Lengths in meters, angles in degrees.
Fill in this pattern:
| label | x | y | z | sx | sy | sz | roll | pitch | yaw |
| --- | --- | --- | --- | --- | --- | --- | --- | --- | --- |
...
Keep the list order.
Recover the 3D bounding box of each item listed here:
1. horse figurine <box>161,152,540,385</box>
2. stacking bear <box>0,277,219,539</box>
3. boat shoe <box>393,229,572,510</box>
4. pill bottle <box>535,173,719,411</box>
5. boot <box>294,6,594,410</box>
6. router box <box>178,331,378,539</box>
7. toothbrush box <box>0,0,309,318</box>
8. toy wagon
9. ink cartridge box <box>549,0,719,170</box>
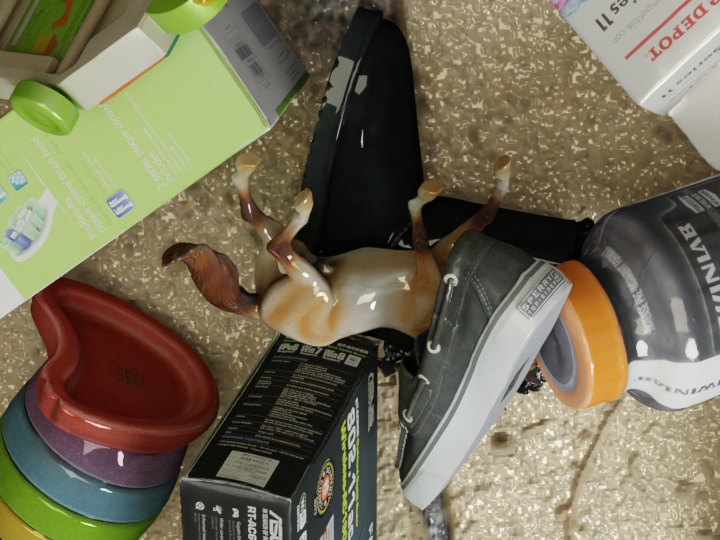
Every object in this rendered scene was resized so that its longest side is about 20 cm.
| label | x | y | z | sx | sy | sz | roll | pitch | yaw |
| --- | --- | --- | --- | --- | --- | --- | --- | --- | --- |
| horse figurine | 0.000 | 0.000 | 0.934 | 0.198 | 0.050 | 0.133 | -1 | 136 | -2 |
| stacking bear | -0.172 | 0.126 | 1.040 | 0.113 | 0.122 | 0.201 | 20 | 119 | -25 |
| boat shoe | 0.049 | 0.049 | 0.912 | 0.056 | 0.069 | 0.201 | 36 | 143 | 10 |
| pill bottle | 0.184 | 0.007 | 0.926 | 0.198 | 0.106 | 0.107 | -19 | 104 | -16 |
| boot | 0.047 | -0.029 | 0.988 | 0.161 | 0.073 | 0.200 | 16 | 113 | 5 |
| router box | -0.039 | 0.154 | 0.981 | 0.061 | 0.150 | 0.202 | 9 | 121 | 14 |
| toothbrush box | -0.136 | -0.067 | 0.962 | 0.199 | 0.146 | 0.086 | -33 | 100 | 13 |
| toy wagon | -0.122 | -0.135 | 0.863 | 0.199 | 0.040 | 0.156 | 11 | 68 | 41 |
| ink cartridge box | 0.151 | -0.160 | 0.910 | 0.117 | 0.067 | 0.201 | -42 | 76 | 15 |
